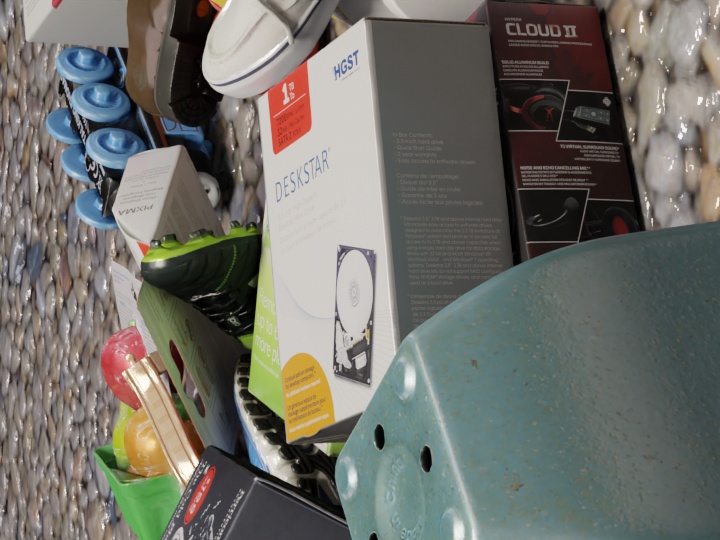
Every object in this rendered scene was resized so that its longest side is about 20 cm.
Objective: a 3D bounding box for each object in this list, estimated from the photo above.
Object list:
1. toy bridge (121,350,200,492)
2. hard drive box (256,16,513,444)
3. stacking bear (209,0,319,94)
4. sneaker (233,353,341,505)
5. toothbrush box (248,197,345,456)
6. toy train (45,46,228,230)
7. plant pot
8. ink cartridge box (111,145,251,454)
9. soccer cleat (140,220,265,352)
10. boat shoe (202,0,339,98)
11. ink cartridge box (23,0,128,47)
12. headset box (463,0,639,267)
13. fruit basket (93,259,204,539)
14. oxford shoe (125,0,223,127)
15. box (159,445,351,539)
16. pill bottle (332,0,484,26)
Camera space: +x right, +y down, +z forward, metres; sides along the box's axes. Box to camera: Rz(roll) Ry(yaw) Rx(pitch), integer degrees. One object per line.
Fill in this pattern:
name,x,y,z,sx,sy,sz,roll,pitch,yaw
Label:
toy bridge,-0.104,0.141,1.643,0.200,0.027,0.067,56,-170,2
hard drive box,0.013,-0.017,1.288,0.156,0.076,0.201,150,118,-62
stacking bear,-0.064,-0.212,1.609,0.114,0.121,0.201,-68,-16,-54
sneaker,-0.049,0.142,1.611,0.089,0.078,0.201,-59,38,45
toothbrush box,0.000,0.000,1.492,0.146,0.086,0.201,-148,62,-63
toy train,-0.171,-0.105,1.839,0.200,0.114,0.087,-116,32,-45
plant pot,0.104,0.107,1.120,0.197,0.199,0.196,117,144,-46
ink cartridge box,-0.125,0.032,1.636,0.200,0.057,0.163,-74,-33,-54
soccer cleat,-0.078,0.012,1.580,0.067,0.200,0.081,-11,84,25
boat shoe,-0.044,-0.178,1.302,0.202,0.086,0.075,-45,44,33
ink cartridge box,-0.175,-0.287,1.809,0.145,0.144,0.201,143,123,-60
headset box,0.081,-0.046,1.323,0.149,0.075,0.201,137,128,-58
fruit basket,-0.147,0.099,1.776,0.185,0.093,0.201,-157,62,-73
oxford shoe,-0.128,-0.208,1.681,0.084,0.073,0.201,18,93,41
box,-0.078,0.221,1.423,0.201,0.104,0.182,-64,13,-5
pill bottle,0.018,-0.190,1.404,0.200,0.104,0.105,-143,56,-68
